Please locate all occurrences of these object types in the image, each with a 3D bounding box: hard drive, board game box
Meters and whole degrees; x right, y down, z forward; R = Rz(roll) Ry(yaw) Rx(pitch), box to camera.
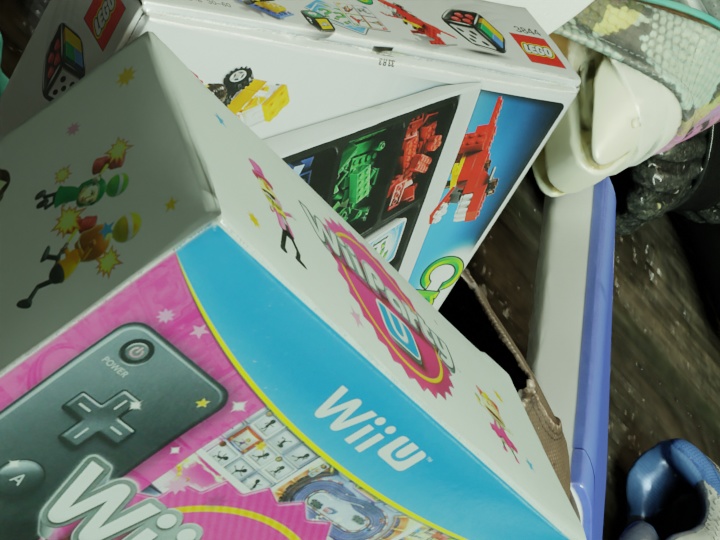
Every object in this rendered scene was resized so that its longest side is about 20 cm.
[{"bbox_3d":[0.066,0.071,0.844,0.200,0.025,0.133,-76,167,-61],"label":"hard drive"},{"bbox_3d":[-0.074,0.062,0.576,0.148,0.200,0.064,42,17,-42],"label":"board game box"},{"bbox_3d":[-0.048,0.016,0.625,0.126,0.200,0.035,7,37,-39],"label":"board game box"}]

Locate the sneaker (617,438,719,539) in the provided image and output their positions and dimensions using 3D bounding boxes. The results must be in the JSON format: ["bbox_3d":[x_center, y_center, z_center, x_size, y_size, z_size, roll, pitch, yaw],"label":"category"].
[{"bbox_3d":[0.102,0.141,0.950,0.085,0.077,0.200,52,36,-23],"label":"sneaker"}]

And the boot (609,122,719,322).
[{"bbox_3d":[0.138,-0.026,1.015,0.158,0.079,0.212,-24,92,-62],"label":"boot"}]

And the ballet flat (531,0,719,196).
[{"bbox_3d":[0.051,-0.067,0.865,0.199,0.069,0.071,19,51,-29],"label":"ballet flat"}]

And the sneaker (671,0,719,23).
[{"bbox_3d":[0.080,-0.164,0.921,0.200,0.070,0.080,46,32,-3],"label":"sneaker"}]

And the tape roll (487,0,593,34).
[{"bbox_3d":[-0.008,-0.165,0.724,0.139,0.202,0.204,44,49,-41],"label":"tape roll"}]

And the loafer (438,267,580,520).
[{"bbox_3d":[0.000,0.000,0.726,0.073,0.200,0.071,-24,142,-23],"label":"loafer"}]

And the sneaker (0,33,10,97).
[{"bbox_3d":[-0.086,0.009,0.667,0.200,0.091,0.078,52,45,-36],"label":"sneaker"}]
